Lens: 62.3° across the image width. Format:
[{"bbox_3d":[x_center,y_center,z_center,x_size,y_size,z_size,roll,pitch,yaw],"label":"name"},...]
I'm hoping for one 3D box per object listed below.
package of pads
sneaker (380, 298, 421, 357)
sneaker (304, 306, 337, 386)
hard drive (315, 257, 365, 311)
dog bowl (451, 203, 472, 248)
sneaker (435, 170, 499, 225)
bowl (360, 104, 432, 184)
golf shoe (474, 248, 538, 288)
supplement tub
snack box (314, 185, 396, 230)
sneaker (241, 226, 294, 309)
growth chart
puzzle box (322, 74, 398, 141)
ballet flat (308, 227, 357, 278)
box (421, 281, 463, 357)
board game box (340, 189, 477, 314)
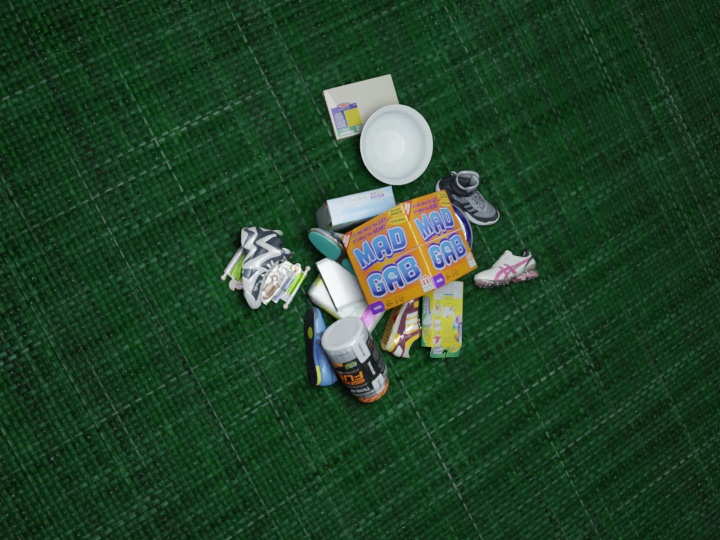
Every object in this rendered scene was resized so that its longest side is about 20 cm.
[{"bbox_3d":[-0.024,0.062,1.549,0.199,0.068,0.156,38,79,-7],"label":"package of pads"},{"bbox_3d":[0.128,0.130,1.581,0.089,0.075,0.203,25,89,-18],"label":"sneaker"},{"bbox_3d":[-0.096,0.194,1.534,0.077,0.066,0.205,-5,87,-27],"label":"sneaker"},{"bbox_3d":[0.000,0.000,1.511,0.197,0.026,0.134,-26,91,-16],"label":"hard drive"},{"bbox_3d":[0.187,-0.080,1.546,0.196,0.079,0.205,3,99,21],"label":"dog bowl"},{"bbox_3d":[0.304,-0.197,1.602,0.198,0.114,0.076,30,67,-8],"label":"sneaker"},{"bbox_3d":[0.084,-0.329,1.569,0.197,0.090,0.206,-3,101,-15],"label":"bowl"},{"bbox_3d":[0.393,-0.004,1.643,0.196,0.072,0.094,-11,83,-22],"label":"golf shoe"},{"bbox_3d":[-0.008,0.226,1.490,0.122,0.122,0.202,-34,120,-12],"label":"supplement tub"},{"bbox_3d":[-0.017,-0.147,1.491,0.165,0.200,0.069,-14,89,-14],"label":"snack box"},{"bbox_3d":[-0.226,-0.010,1.483,0.127,0.080,0.204,-4,79,-2],"label":"sneaker"},{"bbox_3d":[-0.245,0.013,1.529,0.197,0.018,0.147,27,83,-9],"label":"growth chart"},{"bbox_3d":[0.007,-0.438,1.600,0.196,0.025,0.136,-17,91,-12],"label":"puzzle box"},{"bbox_3d":[-0.040,-0.048,1.467,0.199,0.074,0.075,41,80,-9],"label":"ballet flat"},{"bbox_3d":[0.219,0.128,1.589,0.116,0.048,0.205,6,84,-37],"label":"box"},{"bbox_3d":[0.115,-0.043,1.402,0.198,0.198,0.203,-22,88,-50],"label":"board game box"}]
